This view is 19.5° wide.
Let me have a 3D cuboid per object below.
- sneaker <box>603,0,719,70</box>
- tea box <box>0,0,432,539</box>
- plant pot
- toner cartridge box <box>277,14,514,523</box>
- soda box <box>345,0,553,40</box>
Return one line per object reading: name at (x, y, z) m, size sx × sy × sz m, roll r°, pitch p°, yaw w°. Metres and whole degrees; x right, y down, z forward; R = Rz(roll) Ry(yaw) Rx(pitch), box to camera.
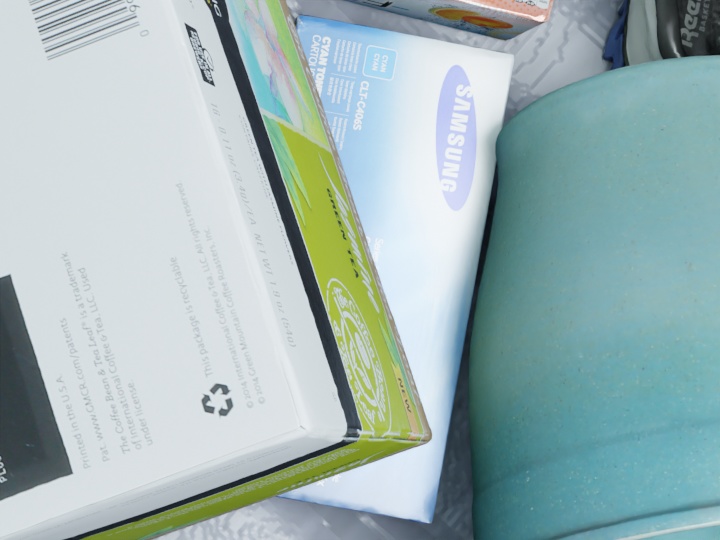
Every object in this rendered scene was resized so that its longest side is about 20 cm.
sneaker at (0.154, -0.154, 0.872) m, size 0.081 × 0.115 × 0.200 m, roll 6°, pitch 86°, yaw -6°
tea box at (-0.082, -0.011, 0.769) m, size 0.134 × 0.197 × 0.200 m, roll -20°, pitch 81°, yaw 11°
plant pot at (0.131, 0.024, 0.829) m, size 0.200 × 0.200 × 0.188 m, roll -5°, pitch 73°, yaw -6°
toner cartridge box at (0.000, 0.000, 0.885) m, size 0.095 × 0.043 × 0.200 m, roll 10°, pitch 86°, yaw -5°
soda box at (-0.016, -0.153, 0.871) m, size 0.200 × 0.064 × 0.068 m, roll 13°, pitch 86°, yaw -13°
